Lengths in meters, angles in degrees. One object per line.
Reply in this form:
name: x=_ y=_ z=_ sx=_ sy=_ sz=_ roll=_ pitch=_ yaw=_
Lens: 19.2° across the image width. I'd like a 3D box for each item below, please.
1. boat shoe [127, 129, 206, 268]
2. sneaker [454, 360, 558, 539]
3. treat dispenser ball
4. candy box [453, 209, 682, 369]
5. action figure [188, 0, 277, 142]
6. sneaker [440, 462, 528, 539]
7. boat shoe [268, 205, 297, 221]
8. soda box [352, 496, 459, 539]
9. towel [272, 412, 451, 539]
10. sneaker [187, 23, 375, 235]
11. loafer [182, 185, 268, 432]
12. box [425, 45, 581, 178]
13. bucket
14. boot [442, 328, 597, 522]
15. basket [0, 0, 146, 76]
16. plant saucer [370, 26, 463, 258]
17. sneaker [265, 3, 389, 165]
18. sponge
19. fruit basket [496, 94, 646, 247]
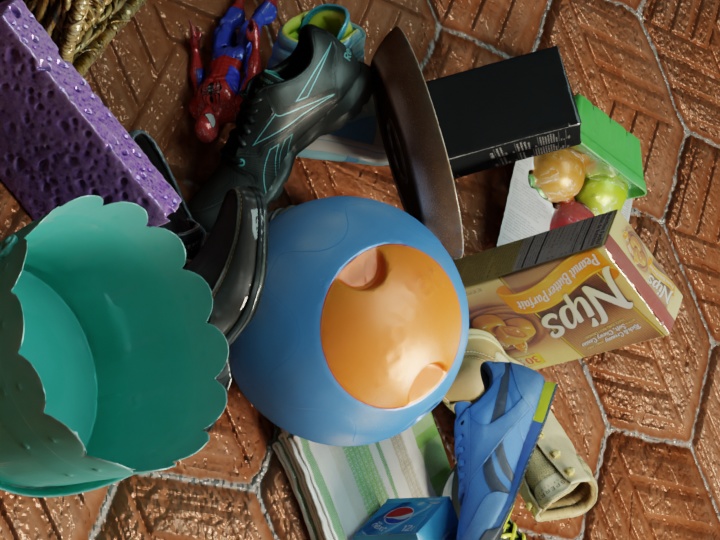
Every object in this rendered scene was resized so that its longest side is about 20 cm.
boat shoe: x=-0.152 y=-0.015 z=1.672 sx=0.072 sy=0.068 sz=0.201 roll=-26 pitch=96 yaw=-52
sneaker: x=0.102 y=0.163 z=1.781 sx=0.078 sy=0.066 sz=0.200 roll=21 pitch=57 yaw=3
treat dispenser ball: x=-0.013 y=0.041 z=1.710 sx=0.201 sy=0.201 sz=0.201 roll=23 pitch=58 yaw=-43
candy box: x=0.180 y=0.025 z=1.950 sx=0.115 sy=0.200 sz=0.055 roll=50 pitch=44 yaw=-25
action figure: x=-0.110 y=-0.187 z=1.800 sx=0.052 sy=0.065 sz=0.200 roll=62 pitch=32 yaw=-48
sneaker: x=0.134 y=0.254 z=1.878 sx=0.074 sy=0.084 sz=0.201 roll=-37 pitch=113 yaw=-52
boat shoe: x=0.000 y=0.000 z=1.848 sx=0.200 sy=0.070 sz=0.071 roll=38 pitch=49 yaw=-35
soda box: x=0.066 y=0.292 z=1.785 sx=0.064 sy=0.068 sz=0.200 roll=-41 pitch=117 yaw=-50
towel: x=0.010 y=0.176 z=1.828 sx=0.200 sy=0.031 sz=0.150 roll=-25 pitch=97 yaw=-54
sneaker: x=-0.080 y=-0.116 z=1.745 sx=0.200 sy=0.075 sz=0.079 roll=-48 pitch=124 yaw=-9
loafer: x=-0.124 y=0.027 z=1.623 sx=0.072 sy=0.073 sz=0.201 roll=13 pitch=101 yaw=-22
box: x=0.124 y=-0.139 z=1.931 sx=0.200 sy=0.141 sz=0.079 roll=17 pitch=56 yaw=-84
bucket: x=-0.210 y=0.061 z=1.517 sx=0.207 sy=0.135 sz=0.208 roll=24 pitch=57 yaw=-43
boot: x=0.131 y=0.141 z=1.887 sx=0.200 sy=0.073 sz=0.156 roll=34 pitch=22 yaw=-57
basket: x=-0.198 y=-0.253 z=1.654 sx=0.149 sy=0.143 sz=0.200 roll=54 pitch=42 yaw=-20
plant saucer: x=0.043 y=-0.103 z=1.772 sx=0.200 sy=0.032 sz=0.201 roll=164 pitch=-90 yaw=-85
sneaker: x=-0.008 y=-0.165 z=1.856 sx=0.200 sy=0.079 sz=0.131 roll=-1 pitch=114 yaw=-51
sponge: x=-0.234 y=-0.102 z=1.574 sx=0.200 sy=0.111 sz=0.030 roll=52 pitch=40 yaw=-23
fruit basket: x=0.206 y=-0.065 z=2.130 sx=0.185 sy=0.094 sz=0.201 roll=31 pitch=69 yaw=-39
